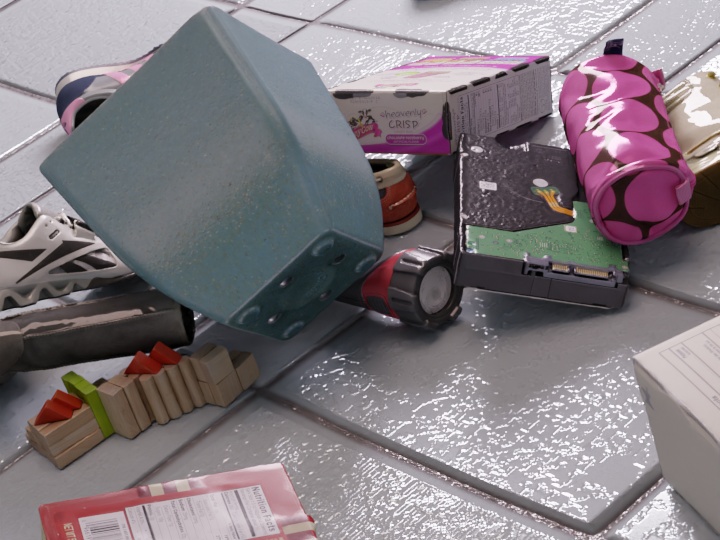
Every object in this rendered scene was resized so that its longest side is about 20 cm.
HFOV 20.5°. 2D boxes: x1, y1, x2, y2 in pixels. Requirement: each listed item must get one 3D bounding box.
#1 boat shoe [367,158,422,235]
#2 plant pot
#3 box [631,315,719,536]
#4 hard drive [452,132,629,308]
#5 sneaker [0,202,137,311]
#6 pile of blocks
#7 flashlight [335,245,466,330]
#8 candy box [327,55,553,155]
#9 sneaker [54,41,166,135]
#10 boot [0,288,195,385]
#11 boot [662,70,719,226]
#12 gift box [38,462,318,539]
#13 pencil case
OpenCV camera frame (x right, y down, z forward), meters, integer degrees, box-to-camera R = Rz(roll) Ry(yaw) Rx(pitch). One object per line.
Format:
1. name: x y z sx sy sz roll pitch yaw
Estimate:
1. boat shoe: -0.027 -0.081 1.824 0.200 0.063 0.071 14 45 45
2. plant pot: -0.095 -0.057 1.611 0.196 0.196 0.200 -42 66 12
3. box: 0.303 0.086 1.322 0.200 0.109 0.128 -25 31 -9
4. hard drive: 0.146 -0.043 1.643 0.140 0.038 0.200 8 31 -3
5. sneaker: -0.264 -0.022 1.792 0.200 0.089 0.074 -15 6 -42
6. pile of blocks: -0.186 0.090 1.633 0.200 0.062 0.082 -20 30 -3
7. flashlight: 0.000 0.000 1.677 0.068 0.068 0.200 9 4 -42
8. candy box: 0.072 -0.153 1.827 0.136 0.061 0.200 3 15 33
9. sneaker: -0.225 -0.187 2.118 0.200 0.070 0.082 -18 47 7
10. boot: -0.240 0.052 1.691 0.200 0.073 0.182 -17 5 -4
11. boot: 0.337 -0.125 1.681 0.200 0.072 0.155 -25 30 5
12. gift box: -0.115 0.245 1.213 0.200 0.187 0.185 -7 31 -10
13. pencil case: 0.220 -0.104 1.640 0.094 0.091 0.200 -7 36 1
